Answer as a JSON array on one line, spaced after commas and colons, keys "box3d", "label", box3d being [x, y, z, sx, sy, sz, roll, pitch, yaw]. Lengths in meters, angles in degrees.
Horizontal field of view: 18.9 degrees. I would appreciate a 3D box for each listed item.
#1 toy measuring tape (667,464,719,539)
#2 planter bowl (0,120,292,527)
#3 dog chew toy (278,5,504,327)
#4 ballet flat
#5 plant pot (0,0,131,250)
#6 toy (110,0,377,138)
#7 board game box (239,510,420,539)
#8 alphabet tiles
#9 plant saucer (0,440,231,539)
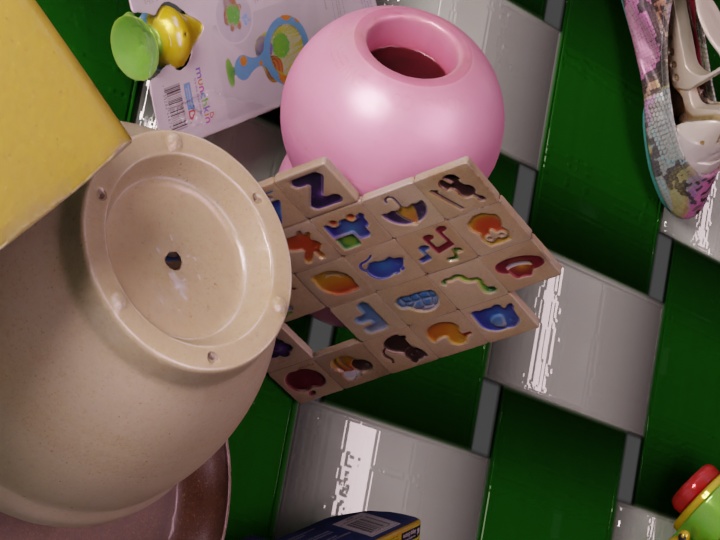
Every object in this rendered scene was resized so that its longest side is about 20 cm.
[{"box3d": [0.283, 0.158, 1.567, 0.199, 0.073, 0.074, -32, 113, -40], "label": "toy measuring tape"}, {"box3d": [-0.116, 0.010, 1.045, 0.199, 0.134, 0.202, 18, 61, -35], "label": "planter bowl"}, {"box3d": [0.007, -0.048, 1.209, 0.124, 0.124, 0.201, -37, 154, -41], "label": "dog chew toy"}, {"box3d": [0.230, -0.132, 1.511, 0.069, 0.071, 0.202, -27, 110, -45], "label": "ballet flat"}, {"box3d": [-0.256, -0.082, 0.903, 0.195, 0.193, 0.201, -42, 114, -39], "label": "plant pot"}, {"box3d": [-0.067, -0.148, 1.203, 0.200, 0.047, 0.116, -29, 113, -50], "label": "toy"}, {"box3d": [-0.047, 0.250, 1.205, 0.199, 0.061, 0.202, -14, 112, -56], "label": "board game box"}, {"box3d": [0.000, 0.000, 1.174, 0.167, 0.199, 0.008, 46, 37, -37], "label": "alphabet tiles"}, {"box3d": [-0.149, 0.116, 1.129, 0.199, 0.032, 0.202, 0, 90, -48], "label": "plant saucer"}]
